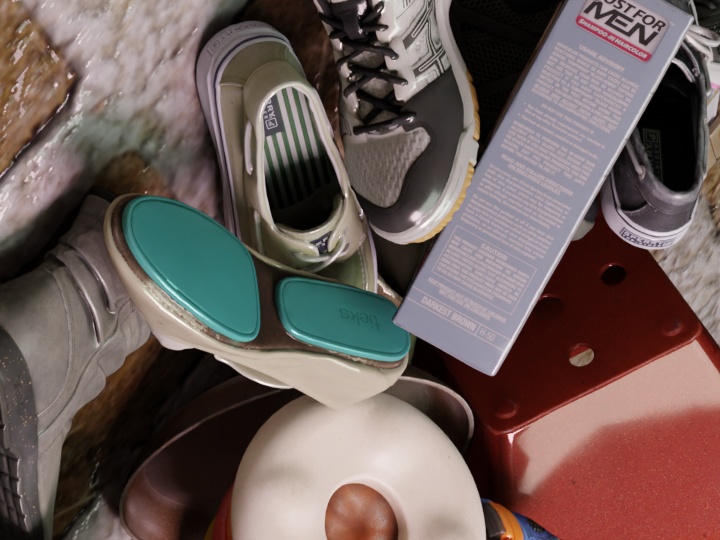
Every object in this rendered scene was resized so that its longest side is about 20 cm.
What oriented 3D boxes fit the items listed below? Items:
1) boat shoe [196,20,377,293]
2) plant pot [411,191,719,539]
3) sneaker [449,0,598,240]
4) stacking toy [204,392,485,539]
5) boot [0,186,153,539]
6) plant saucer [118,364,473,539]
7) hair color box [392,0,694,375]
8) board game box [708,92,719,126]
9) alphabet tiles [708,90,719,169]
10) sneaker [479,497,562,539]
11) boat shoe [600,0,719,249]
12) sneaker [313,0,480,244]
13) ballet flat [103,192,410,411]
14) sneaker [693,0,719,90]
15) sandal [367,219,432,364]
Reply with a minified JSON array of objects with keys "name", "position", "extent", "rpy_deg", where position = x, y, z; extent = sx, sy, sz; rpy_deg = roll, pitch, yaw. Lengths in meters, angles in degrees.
[{"name":"boat shoe","position":[-0.034,-0.030,1.289],"extent":[0.072,0.062,0.200],"rpy_deg":[-26,130,-6]},{"name":"plant pot","position":[0.124,0.074,1.519],"extent":[0.199,0.200,0.177],"rpy_deg":[-26,137,-7]},{"name":"sneaker","position":[0.087,-0.102,1.365],"extent":[0.114,0.076,0.199],"rpy_deg":[-42,123,4]},{"name":"stacking toy","position":[-0.039,0.151,1.383],"extent":[0.146,0.146,0.200],"rpy_deg":[-37,-175,-33]},{"name":"boot","position":[-0.144,0.064,1.261],"extent":[0.131,0.068,0.200],"rpy_deg":[-42,151,-37]},{"name":"plant saucer","position":[-0.037,0.098,1.414],"extent":[0.200,0.032,0.200],"rpy_deg":[-13,151,-7]},{"name":"hair color box","position":[0.091,-0.056,1.281],"extent":[0.200,0.061,0.099],"rpy_deg":[-61,180,12]},{"name":"board game box","position":[0.159,-0.118,1.594],"extent":[0.200,0.026,0.200],"rpy_deg":[-39,148,-31]},{"name":"alphabet tiles","position":[0.194,-0.084,1.651],"extent":[0.200,0.008,0.167],"rpy_deg":[-51,152,-11]},{"name":"sneaker","position":[0.036,0.176,1.435],"extent":[0.078,0.200,0.076],"rpy_deg":[16,69,-37]},{"name":"boat shoe","position":[0.158,-0.114,1.418],"extent":[0.068,0.073,0.200],"rpy_deg":[112,-15,-60]},{"name":"sneaker","position":[0.005,-0.113,1.243],"extent":[0.088,0.075,0.201],"rpy_deg":[19,64,-52]},{"name":"ballet flat","position":[-0.061,0.022,1.246],"extent":[0.200,0.069,0.070],"rpy_deg":[26,98,-39]},{"name":"sneaker","position":[0.218,-0.154,1.559],"extent":[0.200,0.080,0.087],"rpy_deg":[-4,103,-53]},{"name":"sandal","position":[0.000,0.001,1.402],"extent":[0.057,0.080,0.201],"rpy_deg":[-14,134,-29]}]
